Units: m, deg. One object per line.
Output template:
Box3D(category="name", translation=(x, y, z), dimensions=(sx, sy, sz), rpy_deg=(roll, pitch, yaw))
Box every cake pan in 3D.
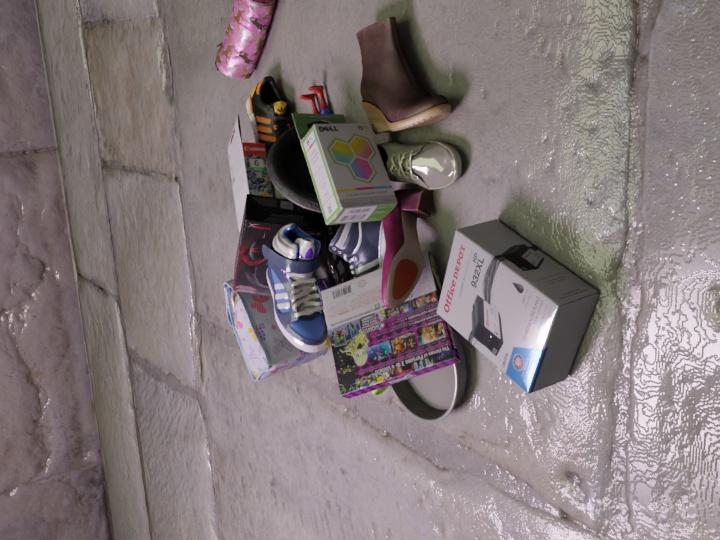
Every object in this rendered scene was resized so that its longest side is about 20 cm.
Box3D(category="cake pan", translation=(0.105, 0.150, 1.323), dimensions=(0.200, 0.036, 0.203), rpy_deg=(25, 121, 50))

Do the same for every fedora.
Box3D(category="fedora", translation=(-0.061, -0.156, 1.359), dimensions=(0.202, 0.199, 0.092), rpy_deg=(57, 162, 26))

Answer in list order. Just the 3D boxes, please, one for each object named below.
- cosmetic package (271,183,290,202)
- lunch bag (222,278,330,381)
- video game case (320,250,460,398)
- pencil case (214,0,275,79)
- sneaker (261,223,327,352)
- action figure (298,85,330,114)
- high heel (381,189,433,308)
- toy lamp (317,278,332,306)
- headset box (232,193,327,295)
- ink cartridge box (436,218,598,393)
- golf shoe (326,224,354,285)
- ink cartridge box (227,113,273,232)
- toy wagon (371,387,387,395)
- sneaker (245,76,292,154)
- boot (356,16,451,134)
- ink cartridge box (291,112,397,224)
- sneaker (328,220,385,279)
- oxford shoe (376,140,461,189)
Box3D(category="cosmetic package", translation=(-0.134, -0.115, 1.524), dimensions=(0.201, 0.086, 0.104), rpy_deg=(113, 149, -43))
Box3D(category="lunch bag", translation=(-0.164, 0.092, 1.583), dimensions=(0.127, 0.168, 0.202), rpy_deg=(-42, 69, 56))
Box3D(category="video game case", translation=(0.043, 0.086, 1.264), dimensions=(0.198, 0.036, 0.183), rpy_deg=(-21, 65, 19))
Box3D(category="pencil case", translation=(-0.226, -0.471, 1.561), dimensions=(0.201, 0.086, 0.083), rpy_deg=(123, 157, -47))
Box3D(category="sneaker", translation=(-0.100, 0.019, 1.337), dimensions=(0.201, 0.080, 0.147), rpy_deg=(64, 149, 30))
Box3D(category="action figure", translation=(-0.066, -0.227, 1.441), dimensions=(0.065, 0.051, 0.202), rpy_deg=(-22, 85, 53))
Box3D(category="high heel", translation=(0.053, -0.034, 1.257), dimensions=(0.096, 0.067, 0.202), rpy_deg=(-4, 60, 49))
Box3D(category="toy lamp", translation=(-0.048, 0.114, 1.523), dimensions=(0.058, 0.058, 0.202), rpy_deg=(-28, 80, 55))
Box3D(category="headset box", translation=(-0.152, -0.032, 1.471), dimensions=(0.076, 0.147, 0.201), rpy_deg=(-95, 18, -46))
Box3D(category="ink cartridge box", translation=(0.206, 0.045, 1.095), dimensions=(0.200, 0.083, 0.146), rpy_deg=(42, 134, 41))
Box3D(category="golf shoe", translation=(-0.013, 0.005, 1.431), dimensions=(0.094, 0.077, 0.202), rpy_deg=(163, 95, -74))
Box3D(category="ink cartridge box", translation=(-0.212, -0.185, 1.531), dimensions=(0.109, 0.050, 0.202), rpy_deg=(126, 138, -56))
Box3D(category="toy wagon", translation=(-0.006, 0.147, 1.403), dimensions=(0.156, 0.039, 0.201), rpy_deg=(56, 170, 25))
Box3D(category="sneaker", translation=(-0.163, -0.279, 1.542), dimensions=(0.090, 0.069, 0.202), rpy_deg=(-49, 58, 54))
Box3D(category="boot", translation=(0.056, -0.298, 1.209), dimensions=(0.199, 0.072, 0.168), rpy_deg=(6, 108, 59))
Box3D(category="ink cartridge box", translation=(-0.027, -0.175, 1.249), dimensions=(0.059, 0.103, 0.202), rpy_deg=(-43, 60, 52))
Box3D(category="sneaker", translation=(0.000, 0.000, 1.354), dimensions=(0.107, 0.070, 0.202), rpy_deg=(9, 107, 11))
Box3D(category="oxford shoe", translation=(0.079, -0.164, 1.238), dimensions=(0.199, 0.057, 0.076), rpy_deg=(18, 114, 51))
